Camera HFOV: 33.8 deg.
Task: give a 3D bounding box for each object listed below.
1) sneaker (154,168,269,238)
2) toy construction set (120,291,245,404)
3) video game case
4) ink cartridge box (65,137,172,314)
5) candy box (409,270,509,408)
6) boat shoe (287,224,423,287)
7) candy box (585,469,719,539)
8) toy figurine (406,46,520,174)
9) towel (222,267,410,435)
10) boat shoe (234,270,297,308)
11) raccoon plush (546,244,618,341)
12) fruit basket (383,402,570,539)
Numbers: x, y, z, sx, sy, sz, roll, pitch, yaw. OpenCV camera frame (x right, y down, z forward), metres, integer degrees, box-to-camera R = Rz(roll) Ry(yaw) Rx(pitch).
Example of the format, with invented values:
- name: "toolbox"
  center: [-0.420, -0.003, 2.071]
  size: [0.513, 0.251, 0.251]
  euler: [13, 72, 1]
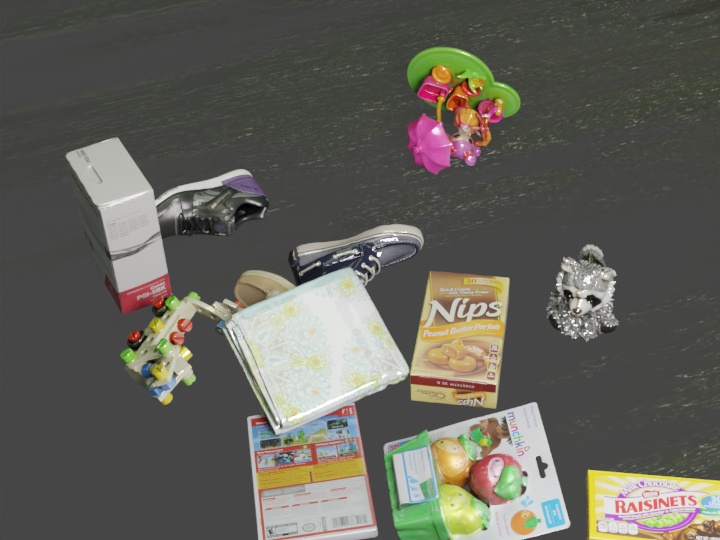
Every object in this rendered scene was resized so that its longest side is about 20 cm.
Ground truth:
- name: "sneaker"
  center: [-0.233, -0.087, 1.798]
  size: [0.199, 0.076, 0.088]
  euler: [-25, 54, -22]
- name: "toy construction set"
  center: [-0.240, 0.091, 1.590]
  size: [0.131, 0.093, 0.200]
  euler: [-2, 29, 42]
- name: "video game case"
  center: [-0.063, 0.253, 1.468]
  size: [0.142, 0.018, 0.201]
  euler: [-7, 44, -4]
- name: "ink cartridge box"
  center: [-0.341, -0.064, 1.683]
  size: [0.083, 0.201, 0.147]
  euler: [-21, 47, -20]
- name: "candy box"
  center: [0.136, 0.090, 1.601]
  size: [0.115, 0.056, 0.201]
  euler: [5, 44, 8]
- name: "boat shoe"
  center: [0.000, 0.000, 1.702]
  size: [0.199, 0.075, 0.093]
  euler: [-13, 50, 0]
- name: "candy box"
  center: [0.368, 0.290, 1.402]
  size: [0.199, 0.027, 0.103]
  euler: [3, 40, 6]
- name: "toy figurine"
  center: [0.151, -0.234, 1.920]
  size: [0.199, 0.150, 0.185]
  euler: [22, 58, -9]
- name: "towel"
  center: [-0.059, 0.102, 1.544]
  size: [0.199, 0.048, 0.172]
  euler: [-23, 72, -18]
- name: "boat shoe"
  center: [-0.105, 0.066, 1.627]
  size: [0.199, 0.074, 0.069]
  euler: [28, 45, 27]
- name: "raccoon plush"
  center: [0.304, -0.003, 1.633]
  size: [0.096, 0.134, 0.201]
  euler: [-2, 43, 3]
- name: "fruit basket"
  center: [0.129, 0.246, 1.393]
  size: [0.199, 0.094, 0.186]
  euler: [-19, 42, 11]
